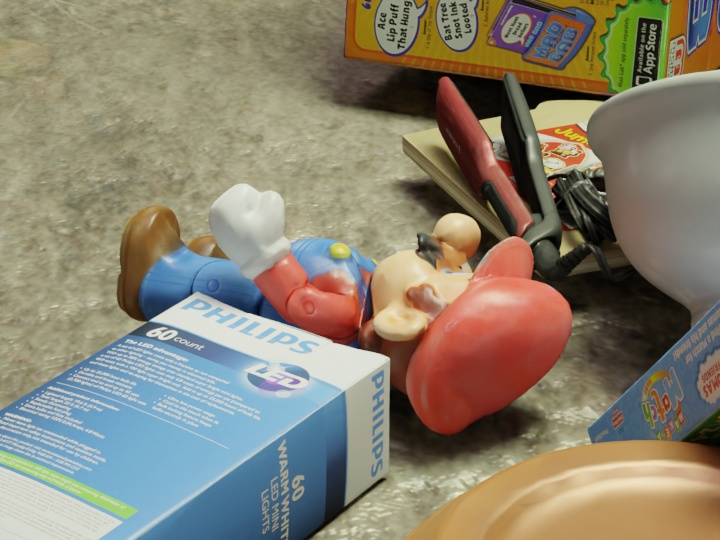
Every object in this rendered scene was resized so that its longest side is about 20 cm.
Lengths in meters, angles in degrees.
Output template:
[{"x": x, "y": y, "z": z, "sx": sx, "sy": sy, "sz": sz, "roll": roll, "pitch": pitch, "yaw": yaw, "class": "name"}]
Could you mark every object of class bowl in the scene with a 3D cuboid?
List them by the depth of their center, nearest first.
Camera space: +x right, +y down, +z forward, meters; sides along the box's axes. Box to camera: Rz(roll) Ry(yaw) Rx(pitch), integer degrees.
[{"x": 0.193, "y": -0.014, "z": 0.834, "sx": 0.201, "sy": 0.091, "sz": 0.201, "roll": 7, "pitch": -13, "yaw": 2, "class": "bowl"}]

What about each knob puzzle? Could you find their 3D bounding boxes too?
[{"x": 0.146, "y": -0.044, "z": 1.019, "sx": 0.219, "sy": 0.031, "sz": 0.220, "roll": -1, "pitch": 26, "yaw": 1, "class": "knob puzzle"}]

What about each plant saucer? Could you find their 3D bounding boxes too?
[{"x": 0.101, "y": 0.111, "z": 0.634, "sx": 0.200, "sy": 0.038, "sz": 0.200, "roll": -1, "pitch": 25, "yaw": 0, "class": "plant saucer"}]

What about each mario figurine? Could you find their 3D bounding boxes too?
[{"x": 0.000, "y": 0.000, "z": 0.851, "sx": 0.200, "sy": 0.106, "sz": 0.123, "roll": 10, "pitch": 26, "yaw": 25, "class": "mario figurine"}]

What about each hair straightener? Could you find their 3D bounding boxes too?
[{"x": 0.096, "y": -0.048, "z": 0.946, "sx": 0.077, "sy": 0.041, "sz": 0.200, "roll": -7, "pitch": 27, "yaw": -10, "class": "hair straightener"}]

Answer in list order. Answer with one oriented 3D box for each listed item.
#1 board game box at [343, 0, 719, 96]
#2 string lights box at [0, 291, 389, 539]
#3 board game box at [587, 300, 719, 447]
[{"x": 0.124, "y": -0.227, "z": 1.170, "sx": 0.199, "sy": 0.200, "sz": 0.200, "roll": 11, "pitch": 19, "yaw": 22, "class": "board game box"}, {"x": -0.085, "y": 0.082, "z": 0.735, "sx": 0.103, "sy": 0.059, "sz": 0.200, "roll": 17, "pitch": 31, "yaw": 31, "class": "string lights box"}, {"x": 0.205, "y": 0.035, "z": 0.743, "sx": 0.200, "sy": 0.151, "sz": 0.037, "roll": -10, "pitch": 70, "yaw": -17, "class": "board game box"}]
